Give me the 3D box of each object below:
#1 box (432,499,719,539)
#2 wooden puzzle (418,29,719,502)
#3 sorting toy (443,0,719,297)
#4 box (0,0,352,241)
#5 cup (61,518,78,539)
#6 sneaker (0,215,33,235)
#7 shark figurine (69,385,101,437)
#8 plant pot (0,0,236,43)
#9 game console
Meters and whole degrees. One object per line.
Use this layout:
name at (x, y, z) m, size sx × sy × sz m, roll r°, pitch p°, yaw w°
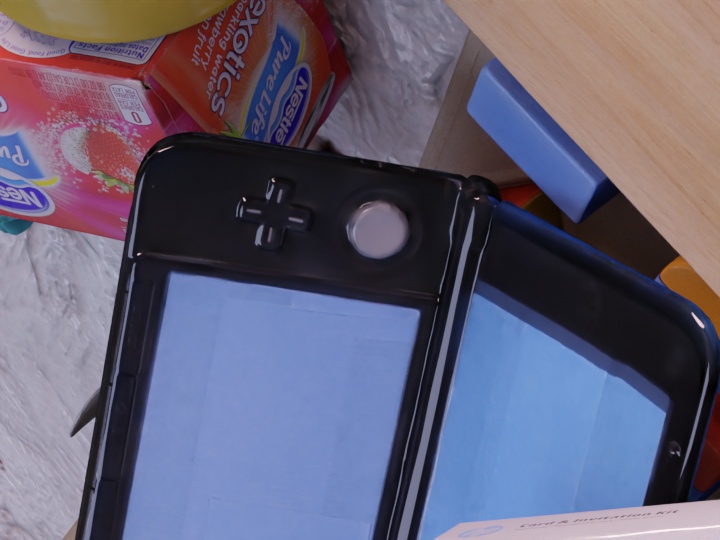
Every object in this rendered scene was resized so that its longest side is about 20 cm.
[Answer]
box at (0.105, 0.168, 0.667) m, size 0.155 × 0.041 × 0.201 m, roll -9°, pitch 95°, yaw 27°
wooden puzzle at (0.087, -0.003, 0.762) m, size 0.185 × 0.046 × 0.200 m, roll 48°, pitch 150°, yaw 15°
sorting toy at (0.127, -0.082, 0.601) m, size 0.200 × 0.069 × 0.199 m, roll 48°, pitch 150°, yaw 13°
box at (-0.117, -0.083, 0.870) m, size 0.199 × 0.100 × 0.096 m, roll 11°, pitch 144°, yaw 31°
cup at (-0.100, 0.206, 1.153) m, size 0.200 × 0.143 × 0.201 m, roll 36°, pitch 146°, yaw 30°
sneaker at (-0.135, -0.066, 1.025) m, size 0.079 × 0.078 × 0.200 m, roll 33°, pitch 152°, yaw -20°
shark figurine at (-0.052, 0.055, 0.991) m, size 0.214 × 0.089 × 0.129 m, roll 24°, pitch 137°, yaw 41°
plant pot at (-0.089, -0.175, 0.724) m, size 0.201 × 0.201 × 0.189 m, roll 40°, pitch 164°, yaw 25°
game console at (0.001, 0.076, 0.736) m, size 0.118 × 0.169 × 0.201 m, roll -108°, pitch 28°, yaw -70°
